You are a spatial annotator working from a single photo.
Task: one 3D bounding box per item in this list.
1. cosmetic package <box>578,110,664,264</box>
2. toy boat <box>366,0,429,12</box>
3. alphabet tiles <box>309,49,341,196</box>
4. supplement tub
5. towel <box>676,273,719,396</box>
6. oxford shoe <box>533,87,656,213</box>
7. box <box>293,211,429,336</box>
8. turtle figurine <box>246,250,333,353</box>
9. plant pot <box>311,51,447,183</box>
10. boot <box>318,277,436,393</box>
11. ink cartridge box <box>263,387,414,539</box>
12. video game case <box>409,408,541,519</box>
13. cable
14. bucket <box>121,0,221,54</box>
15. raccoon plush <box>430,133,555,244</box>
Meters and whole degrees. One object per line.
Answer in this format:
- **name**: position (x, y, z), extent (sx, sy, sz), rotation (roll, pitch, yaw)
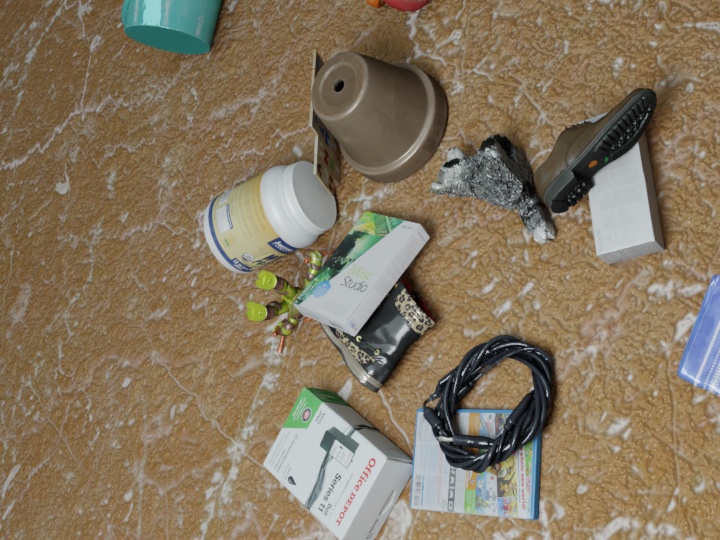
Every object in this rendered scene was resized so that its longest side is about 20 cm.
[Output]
- **cosmetic package**: position (0.355, -0.117, 1.270), extent (0.082, 0.050, 0.203), rotation (-14, 67, 31)
- **toy boat**: position (0.046, -0.511, 1.605), extent (0.202, 0.129, 0.132), rotation (64, 144, 33)
- **alphabet tiles**: position (-0.056, -0.236, 1.551), extent (0.007, 0.167, 0.203), rotation (-2, 73, 14)
- **supplement tub**: position (-0.153, -0.092, 1.587), extent (0.198, 0.144, 0.147), rotation (-22, 63, 30)
- **towel**: position (0.493, 0.097, 1.115), extent (0.199, 0.024, 0.147), rotation (23, 91, 39)
- **oxford shoe**: position (0.307, -0.177, 1.248), extent (0.200, 0.072, 0.085), rotation (-44, 52, 17)
- **box**: position (0.000, 0.000, 1.450), extent (0.143, 0.036, 0.201), rotation (16, 62, 51)
- **turtle figurine**: position (-0.114, 0.057, 1.515), extent (0.064, 0.160, 0.202), rotation (38, 106, 29)
- **plant pot**: position (0.015, -0.261, 1.496), extent (0.198, 0.174, 0.204), rotation (-11, 70, 33)
- **boot**: position (0.021, 0.072, 1.451), extent (0.151, 0.073, 0.201), rotation (-45, 46, 11)
- **ink cartridge box**: position (-0.035, 0.294, 1.414), extent (0.199, 0.083, 0.148), rotation (33, 97, 38)
- **video game case**: position (0.161, 0.270, 1.316), extent (0.198, 0.018, 0.146), rotation (-5, 72, 36)
- **cable**: position (0.182, 0.181, 1.286), extent (0.199, 0.051, 0.164), rotation (-36, 44, 11)
- **bucket**: position (-0.377, -0.526, 1.866), extent (0.205, 0.206, 0.137), rotation (6, 85, 38)
- **raccoon plush**: position (0.185, -0.104, 1.375), extent (0.133, 0.096, 0.202), rotation (-36, 57, 32)
